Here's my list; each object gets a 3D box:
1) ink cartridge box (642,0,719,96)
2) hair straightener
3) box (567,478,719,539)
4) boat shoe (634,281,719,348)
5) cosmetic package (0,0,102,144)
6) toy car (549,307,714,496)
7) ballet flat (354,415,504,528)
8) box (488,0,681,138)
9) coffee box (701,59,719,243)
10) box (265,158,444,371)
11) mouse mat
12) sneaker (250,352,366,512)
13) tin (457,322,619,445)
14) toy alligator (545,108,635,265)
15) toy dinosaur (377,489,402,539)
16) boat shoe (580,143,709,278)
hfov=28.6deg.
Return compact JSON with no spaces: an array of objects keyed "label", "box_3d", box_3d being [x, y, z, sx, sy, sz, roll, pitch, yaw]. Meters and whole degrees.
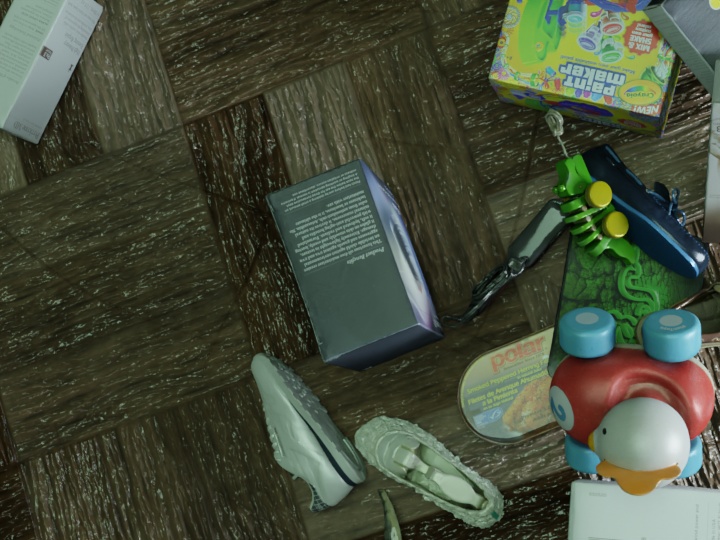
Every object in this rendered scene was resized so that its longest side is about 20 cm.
[{"label":"ink cartridge box","box_3d":[0.436,-0.285,1.559,0.200,0.047,0.198,45,76,-17]},{"label":"hair straightener","box_3d":[0.167,-0.007,1.640,0.200,0.077,0.041,-43,79,4]},{"label":"box","box_3d":[0.324,0.333,1.535,0.199,0.131,0.200,2,83,12]},{"label":"boat shoe","box_3d":[0.406,0.046,1.566,0.199,0.072,0.073,-13,75,-6]},{"label":"cosmetic package","box_3d":[-0.413,-0.270,1.789,0.074,0.102,0.201,24,90,15]},{"label":"toy car","box_3d":[0.277,0.166,1.478,0.176,0.200,0.185,1,118,16]},{"label":"ballet flat","box_3d":[0.079,0.228,1.637,0.199,0.072,0.072,29,90,15]},{"label":"box","box_3d":[0.273,-0.276,1.628,0.199,0.122,0.194,14,87,14]},{"label":"coffee box","box_3d":[0.434,-0.124,1.532,0.114,0.201,0.080,4,46,14]},{"label":"box","box_3d":[0.000,0.000,1.614,0.123,0.200,0.199,-21,80,9]},{"label":"mouse mat","box_3d":[0.306,0.043,1.613,0.160,0.008,0.201,10,74,7]},{"label":"sneaker","box_3d":[-0.079,0.189,1.675,0.080,0.076,0.200,-39,75,15]},{"label":"tin","box_3d":[0.209,0.129,1.635,0.199,0.042,0.112,-22,83,8]},{"label":"toy alligator","box_3d":[0.244,-0.083,1.596,0.054,0.059,0.201,-33,97,-21]},{"label":"toy dinosaur","box_3d":[0.059,0.355,1.637,0.088,0.047,0.201,-4,79,19]},{"label":"boat shoe","box_3d":[0.326,-0.077,1.607,0.069,0.084,0.200,-39,71,-14]}]
